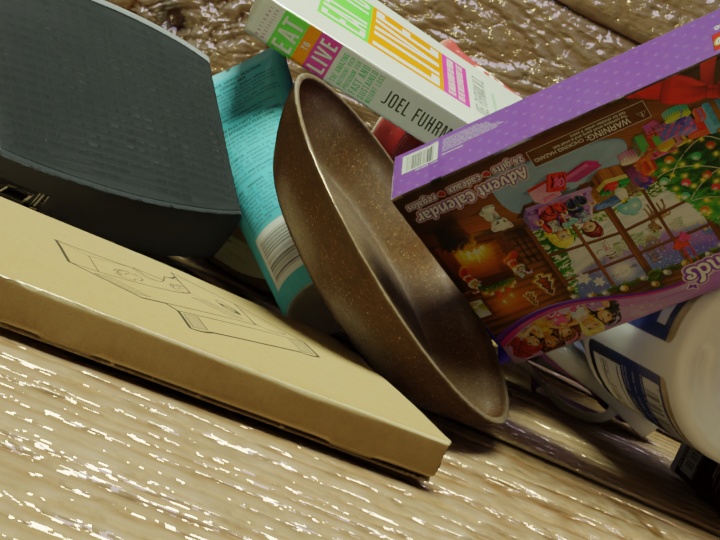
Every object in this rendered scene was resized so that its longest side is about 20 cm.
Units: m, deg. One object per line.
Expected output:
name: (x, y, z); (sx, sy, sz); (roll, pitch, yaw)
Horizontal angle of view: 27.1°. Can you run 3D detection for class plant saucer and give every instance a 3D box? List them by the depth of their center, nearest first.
plant saucer: (0.010, -0.004, 0.753); (0.201, 0.036, 0.201); (56, 13, -20)

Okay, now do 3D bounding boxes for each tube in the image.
tube: (-0.050, -0.053, 0.859); (0.051, 0.077, 0.201); (72, -6, -53)

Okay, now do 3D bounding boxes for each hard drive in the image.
hard drive: (-0.141, -0.082, 0.779); (0.042, 0.136, 0.199); (-24, -20, 30)

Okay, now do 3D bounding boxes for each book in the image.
book: (0.024, -0.117, 0.916); (0.199, 0.048, 0.134); (31, 19, -11)

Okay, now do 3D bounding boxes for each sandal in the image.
sandal: (0.142, 0.073, 1.021); (0.202, 0.050, 0.083); (37, 12, -38)

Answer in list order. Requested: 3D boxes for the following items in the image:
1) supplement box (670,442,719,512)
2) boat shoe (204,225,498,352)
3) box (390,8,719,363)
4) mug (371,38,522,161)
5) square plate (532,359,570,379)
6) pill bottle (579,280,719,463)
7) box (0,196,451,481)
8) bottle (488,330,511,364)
supplement box: (0.271, 0.140, 0.872); (0.108, 0.061, 0.200); (24, 6, -13)
boat shoe: (0.000, 0.000, 0.884); (0.199, 0.077, 0.072); (27, 5, 16)
box: (0.134, -0.038, 0.772); (0.137, 0.199, 0.039); (50, 30, -32)
mug: (0.098, -0.044, 1.058); (0.199, 0.134, 0.178); (35, 41, 7)
square plate: (0.214, 0.022, 1.139); (0.197, 0.201, 0.028); (27, 32, 17)
pill bottle: (0.198, 0.041, 0.889); (0.110, 0.112, 0.200); (24, 3, -15)
box: (-0.076, 0.021, 0.625); (0.199, 0.021, 0.163); (23, 6, -24)
bottle: (0.131, -0.029, 0.934); (0.065, 0.200, 0.084); (43, -25, 5)
